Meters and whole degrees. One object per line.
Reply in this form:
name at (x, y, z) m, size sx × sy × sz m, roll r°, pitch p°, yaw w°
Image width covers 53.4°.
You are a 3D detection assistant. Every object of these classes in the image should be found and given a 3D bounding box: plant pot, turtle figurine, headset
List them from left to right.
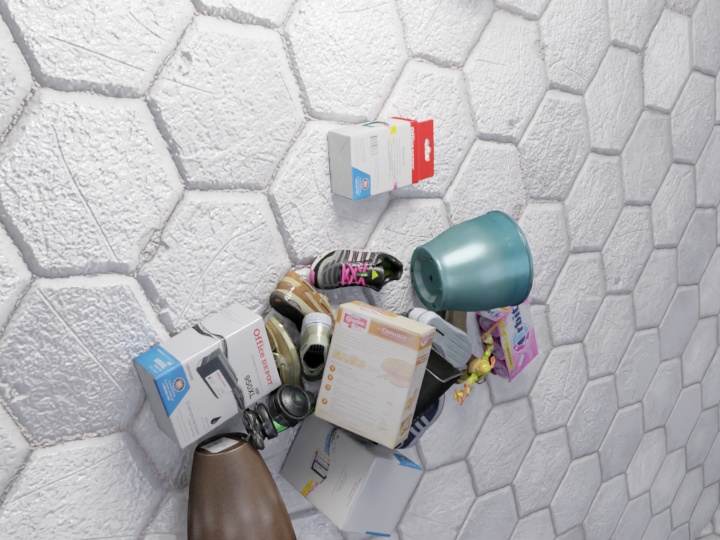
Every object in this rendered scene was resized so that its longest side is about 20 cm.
plant pot at (-0.217, 0.387, 1.214) m, size 0.186 × 0.186 × 0.201 m, roll -16°, pitch 100°, yaw -37°
headset at (-0.139, 0.253, 1.193) m, size 0.123 × 0.094 × 0.200 m, roll -33°, pitch 159°, yaw 11°
plant pot at (0.044, 0.203, 1.330) m, size 0.178 × 0.200 × 0.199 m, roll -53°, pitch 164°, yaw 8°
plant pot at (0.210, -0.005, 1.436) m, size 0.187 × 0.200 × 0.201 m, roll -13°, pitch 114°, yaw -21°
turtle figurine at (0.254, 0.204, 1.560) m, size 0.064 × 0.161 × 0.201 m, roll 26°, pitch 79°, yaw -6°

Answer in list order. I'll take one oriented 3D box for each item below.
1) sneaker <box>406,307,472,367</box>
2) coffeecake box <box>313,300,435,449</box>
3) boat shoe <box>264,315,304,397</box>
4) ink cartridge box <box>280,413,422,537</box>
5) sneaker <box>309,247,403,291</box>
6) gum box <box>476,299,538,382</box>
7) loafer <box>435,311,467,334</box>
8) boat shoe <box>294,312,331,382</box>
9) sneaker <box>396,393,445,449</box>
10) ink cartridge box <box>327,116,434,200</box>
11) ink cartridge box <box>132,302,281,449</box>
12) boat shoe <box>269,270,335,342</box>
sneaker at (0.163, 0.130, 1.462) m, size 0.073 × 0.071 × 0.200 m, roll -49°, pitch 133°, yaw -6°
coffeecake box at (0.023, 0.170, 1.201) m, size 0.073 × 0.153 × 0.201 m, roll -9°, pitch 115°, yaw -65°
boat shoe at (-0.144, 0.172, 1.259) m, size 0.063 × 0.073 × 0.201 m, roll -23°, pitch 129°, yaw -20°
ink cartridge box at (-0.021, 0.379, 1.349) m, size 0.147 × 0.200 × 0.145 m, roll 27°, pitch 88°, yaw -44°
sneaker at (0.000, 0.000, 1.312) m, size 0.199 × 0.087 × 0.074 m, roll -8°, pitch 110°, yaw -39°
gum box at (0.349, 0.155, 1.688) m, size 0.113 × 0.066 × 0.201 m, roll -38°, pitch 127°, yaw -27°
loafer at (0.203, 0.136, 1.552) m, size 0.076 × 0.067 × 0.201 m, roll -5°, pitch 108°, yaw -40°
boat shoe at (-0.086, 0.149, 1.253) m, size 0.200 × 0.072 × 0.062 m, roll 97°, pitch -1°, yaw -53°
sneaker at (0.093, 0.304, 1.481) m, size 0.108 × 0.070 × 0.201 m, roll 0°, pitch 130°, yaw -38°
ink cartridge box at (0.042, -0.208, 1.289) m, size 0.199 × 0.067 × 0.117 m, roll -19°, pitch 118°, yaw -36°
ink cartridge box at (-0.242, 0.165, 1.158) m, size 0.200 × 0.084 × 0.145 m, roll -30°, pitch 124°, yaw -31°
boat shoe at (-0.082, 0.072, 1.276) m, size 0.200 × 0.075 × 0.074 m, roll 51°, pitch 51°, yaw -46°
